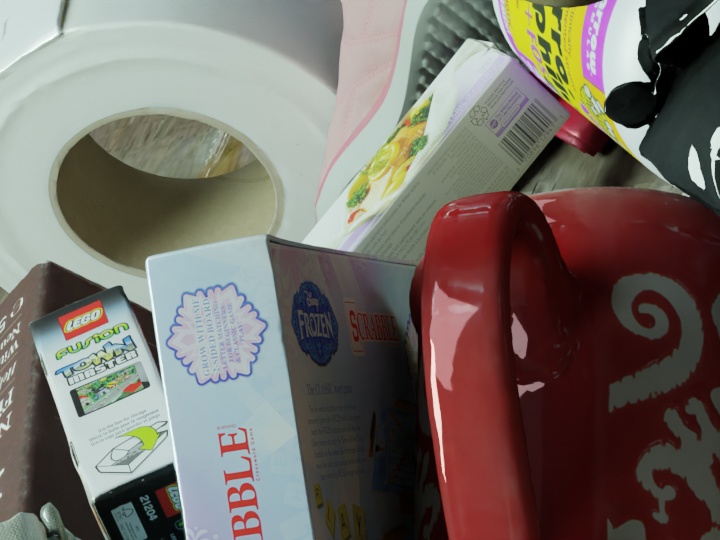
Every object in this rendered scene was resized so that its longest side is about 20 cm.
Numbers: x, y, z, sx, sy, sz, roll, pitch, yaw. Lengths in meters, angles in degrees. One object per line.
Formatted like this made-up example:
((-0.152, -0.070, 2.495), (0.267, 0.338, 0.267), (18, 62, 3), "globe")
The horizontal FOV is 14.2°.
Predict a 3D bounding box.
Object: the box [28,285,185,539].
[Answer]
((-0.051, 0.114, 0.962), (0.035, 0.200, 0.110), (-23, 34, -4), "box")

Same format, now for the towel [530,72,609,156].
((0.115, -0.147, 1.215), (0.200, 0.022, 0.145), (-60, 23, 3), "towel")

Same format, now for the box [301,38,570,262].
((0.000, 0.000, 1.114), (0.200, 0.041, 0.039), (-52, 28, -2), "box")

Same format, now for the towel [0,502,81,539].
((-0.055, 0.172, 0.929), (0.035, 0.200, 0.193), (-27, -14, -3), "towel")

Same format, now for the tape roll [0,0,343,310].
((-0.085, -0.056, 1.303), (0.202, 0.202, 0.071), (-44, 28, 37), "tape roll")

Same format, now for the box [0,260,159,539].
((-0.107, 0.140, 1.169), (0.166, 0.164, 0.200), (-48, 26, 30), "box")

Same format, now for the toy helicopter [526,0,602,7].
((0.116, -0.142, 0.931), (0.132, 0.200, 0.079), (40, 148, 35), "toy helicopter")

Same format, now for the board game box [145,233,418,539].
((-0.007, 0.093, 0.910), (0.200, 0.041, 0.200), (11, -110, -77), "board game box")

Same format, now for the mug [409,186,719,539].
((0.057, 0.084, 0.884), (0.133, 0.177, 0.200), (-34, 39, 43), "mug")

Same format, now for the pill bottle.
((0.122, -0.086, 1.022), (0.104, 0.104, 0.200), (-58, 22, 8), "pill bottle")

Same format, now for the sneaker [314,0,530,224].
((0.024, -0.092, 1.206), (0.200, 0.075, 0.105), (110, 153, -48), "sneaker")

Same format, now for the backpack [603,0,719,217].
((0.188, -0.081, 0.841), (0.167, 0.127, 0.200), (42, 105, 46), "backpack")
